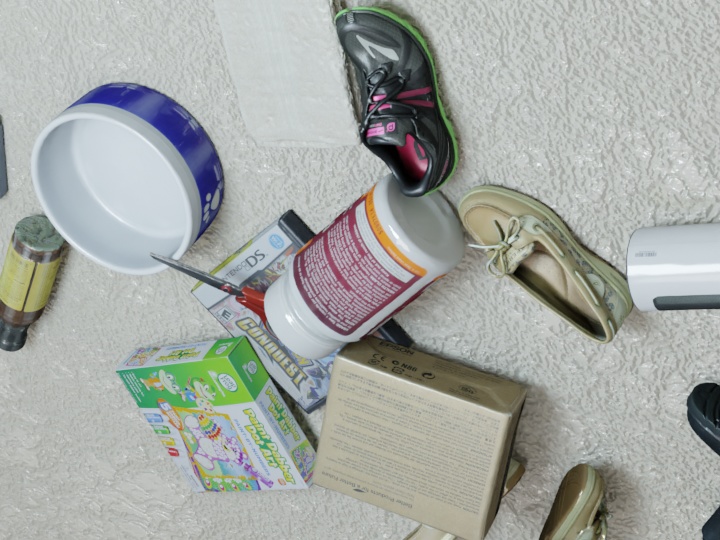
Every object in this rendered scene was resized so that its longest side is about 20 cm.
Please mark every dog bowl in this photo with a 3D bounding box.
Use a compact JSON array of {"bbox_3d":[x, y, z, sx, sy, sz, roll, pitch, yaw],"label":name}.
[{"bbox_3d":[-0.251,-0.098,1.614,0.200,0.079,0.201,15,128,20],"label":"dog bowl"}]

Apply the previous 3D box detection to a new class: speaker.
[{"bbox_3d":[0.347,-0.006,1.349,0.200,0.081,0.081,-3,121,30],"label":"speaker"}]

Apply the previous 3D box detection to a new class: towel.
[{"bbox_3d":[-0.068,-0.211,1.462,0.132,0.034,0.200,4,123,25],"label":"towel"}]

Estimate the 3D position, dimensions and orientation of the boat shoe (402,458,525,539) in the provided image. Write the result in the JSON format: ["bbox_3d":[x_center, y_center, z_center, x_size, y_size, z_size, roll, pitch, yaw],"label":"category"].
[{"bbox_3d":[0.101,0.259,1.685,0.065,0.072,0.200,44,126,1],"label":"boat shoe"}]

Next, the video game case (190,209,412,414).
[{"bbox_3d":[-0.068,0.051,1.655,0.200,0.026,0.181,47,131,-8],"label":"video game case"}]

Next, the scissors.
[{"bbox_3d":[-0.129,0.019,1.604,0.200,0.014,0.073,35,142,-21],"label":"scissors"}]

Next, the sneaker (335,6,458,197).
[{"bbox_3d":[0.034,-0.158,1.409,0.077,0.084,0.200,-14,115,33],"label":"sneaker"}]

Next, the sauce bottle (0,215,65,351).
[{"bbox_3d":[-0.404,0.021,1.794,0.065,0.065,0.200,33,131,4],"label":"sauce bottle"}]

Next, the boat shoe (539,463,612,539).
[{"bbox_3d":[0.236,0.280,1.619,0.063,0.073,0.200,17,141,3],"label":"boat shoe"}]

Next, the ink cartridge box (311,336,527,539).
[{"bbox_3d":[0.062,0.177,1.590,0.200,0.075,0.165,18,116,15],"label":"ink cartridge box"}]

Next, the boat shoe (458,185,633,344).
[{"bbox_3d":[0.176,-0.008,1.452,0.200,0.063,0.073,35,133,3],"label":"boat shoe"}]

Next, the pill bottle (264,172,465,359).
[{"bbox_3d":[0.000,0.000,1.507,0.114,0.114,0.200,46,124,-8],"label":"pill bottle"}]

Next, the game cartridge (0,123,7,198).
[{"bbox_3d":[-0.507,-0.151,1.748,0.200,0.040,0.134,18,133,17],"label":"game cartridge"}]

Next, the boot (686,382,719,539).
[{"bbox_3d":[0.382,0.220,1.492,0.200,0.076,0.168,28,128,0],"label":"boot"}]

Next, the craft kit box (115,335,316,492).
[{"bbox_3d":[-0.168,0.175,1.773,0.197,0.049,0.200,-11,118,38],"label":"craft kit box"}]
